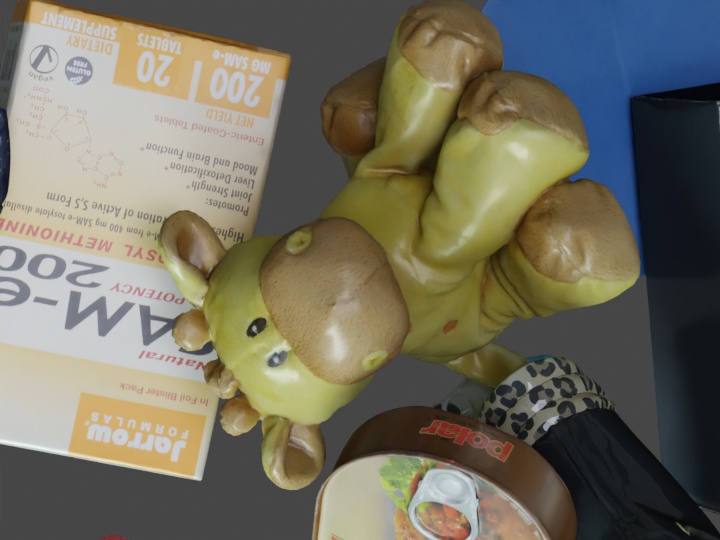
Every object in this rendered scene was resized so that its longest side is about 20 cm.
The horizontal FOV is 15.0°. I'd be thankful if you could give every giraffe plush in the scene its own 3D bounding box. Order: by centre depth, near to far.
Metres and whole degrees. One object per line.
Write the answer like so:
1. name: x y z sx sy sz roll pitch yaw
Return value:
1. giraffe plush: 0.000 0.000 1.208 0.162 0.200 0.173 -27 64 -33

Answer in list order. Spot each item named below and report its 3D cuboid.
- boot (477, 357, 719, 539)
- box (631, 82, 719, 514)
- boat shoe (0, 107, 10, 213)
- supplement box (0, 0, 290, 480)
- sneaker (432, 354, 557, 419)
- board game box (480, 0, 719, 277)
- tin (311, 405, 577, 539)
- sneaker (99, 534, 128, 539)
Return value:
1. boot: 0.130 0.126 1.256 0.073 0.204 0.154 -36 67 3
2. box: 0.214 0.007 1.320 0.141 0.079 0.201 -11 100 -30
3. boat shoe: -0.205 0.012 1.189 0.074 0.093 0.201 10 82 -31
4. supplement box: -0.116 -0.015 1.257 0.125 0.074 0.201 11 92 -14
5. sneaker: 0.106 0.135 1.327 0.079 0.077 0.201 -28 102 -23
6. board game box: 0.121 -0.078 1.326 0.199 0.039 0.159 -22 106 -27
7. tin: 0.033 0.137 1.200 0.111 0.201 0.042 16 47 7
8. sneaker: -0.036 0.158 1.300 0.200 0.078 0.116 41 75 -25
